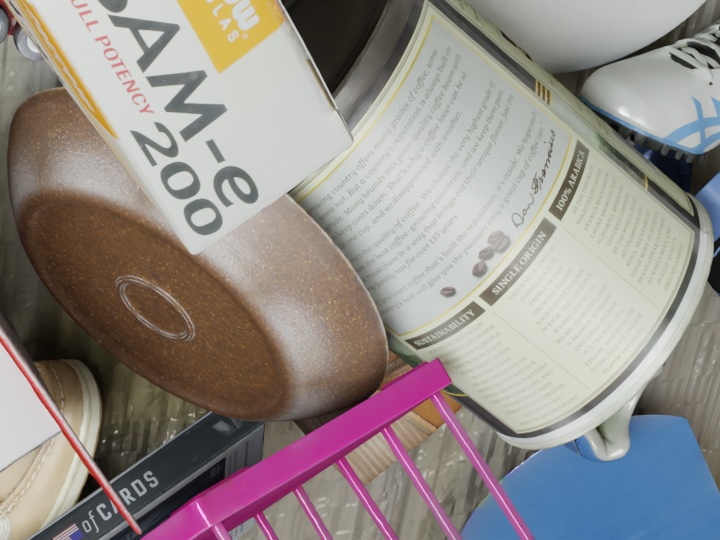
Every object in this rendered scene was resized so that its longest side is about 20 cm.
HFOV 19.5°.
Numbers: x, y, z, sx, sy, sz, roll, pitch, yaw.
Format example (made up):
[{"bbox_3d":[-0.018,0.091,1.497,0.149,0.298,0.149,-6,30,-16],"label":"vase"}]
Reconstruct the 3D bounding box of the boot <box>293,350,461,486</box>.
[{"bbox_3d":[0.000,0.000,1.043,0.155,0.074,0.200,-44,131,-4],"label":"boot"}]

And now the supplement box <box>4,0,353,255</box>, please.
[{"bbox_3d":[-0.094,-0.113,0.749,0.073,0.200,0.126,-35,131,-5],"label":"supplement box"}]

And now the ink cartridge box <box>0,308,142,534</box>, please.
[{"bbox_3d":[-0.179,0.012,0.873,0.045,0.176,0.201,-33,131,-7],"label":"ink cartridge box"}]

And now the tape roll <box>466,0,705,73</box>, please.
[{"bbox_3d":[0.105,-0.189,0.979,0.201,0.037,0.204,-14,127,-20],"label":"tape roll"}]

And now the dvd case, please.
[{"bbox_3d":[-0.134,0.149,1.029,0.199,0.025,0.151,-35,162,-19],"label":"dvd case"}]

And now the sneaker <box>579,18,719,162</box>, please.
[{"bbox_3d":[0.182,-0.101,1.045,0.199,0.072,0.073,-13,129,-41],"label":"sneaker"}]

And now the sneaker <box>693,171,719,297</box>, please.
[{"bbox_3d":[0.216,-0.003,1.090,0.070,0.078,0.200,-44,160,6],"label":"sneaker"}]

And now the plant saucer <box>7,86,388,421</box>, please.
[{"bbox_3d":[-0.081,0.005,0.914,0.037,0.199,0.201,-55,138,-27],"label":"plant saucer"}]

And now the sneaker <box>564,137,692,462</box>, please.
[{"bbox_3d":[0.142,0.010,1.112,0.075,0.077,0.201,-3,121,-25],"label":"sneaker"}]

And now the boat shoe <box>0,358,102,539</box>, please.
[{"bbox_3d":[-0.200,0.121,1.008,0.069,0.074,0.200,23,110,-44],"label":"boat shoe"}]

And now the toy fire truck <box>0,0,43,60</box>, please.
[{"bbox_3d":[-0.126,-0.161,0.866,0.199,0.049,0.142,8,116,-33],"label":"toy fire truck"}]

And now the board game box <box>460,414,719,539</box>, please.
[{"bbox_3d":[0.136,0.157,1.242,0.157,0.039,0.201,-29,127,0],"label":"board game box"}]

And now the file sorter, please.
[{"bbox_3d":[-0.029,0.152,0.930,0.139,0.126,0.200,-28,173,-35],"label":"file sorter"}]

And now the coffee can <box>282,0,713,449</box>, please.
[{"bbox_3d":[0.040,-0.033,0.945,0.200,0.147,0.147,38,101,-23],"label":"coffee can"}]
